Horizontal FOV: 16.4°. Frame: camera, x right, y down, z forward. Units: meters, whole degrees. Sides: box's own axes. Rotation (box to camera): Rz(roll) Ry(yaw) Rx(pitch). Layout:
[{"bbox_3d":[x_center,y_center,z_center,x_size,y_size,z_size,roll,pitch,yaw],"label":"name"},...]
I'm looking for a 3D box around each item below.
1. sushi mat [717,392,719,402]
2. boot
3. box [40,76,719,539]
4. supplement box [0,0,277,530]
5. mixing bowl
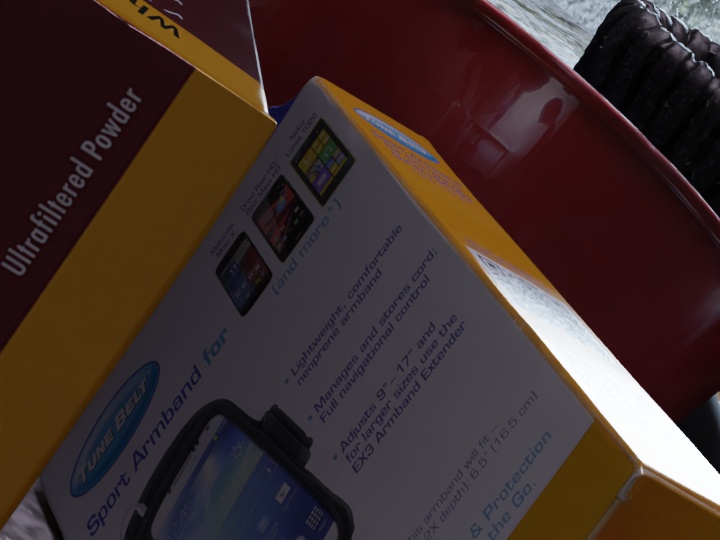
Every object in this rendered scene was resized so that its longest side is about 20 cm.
[{"bbox_3d":[0.160,0.058,0.996,0.200,0.012,0.096,15,2,42],"label":"sushi mat"},{"bbox_3d":[0.123,0.018,0.883,0.211,0.158,0.079,35,12,-28],"label":"boot"},{"bbox_3d":[-0.005,0.043,0.519,0.041,0.119,0.200,29,14,-29],"label":"box"},{"bbox_3d":[-0.136,-0.053,0.490,0.197,0.133,0.200,33,12,-13],"label":"supplement box"},{"bbox_3d":[0.000,0.000,0.668,0.200,0.108,0.200,39,-10,8],"label":"mixing bowl"}]
